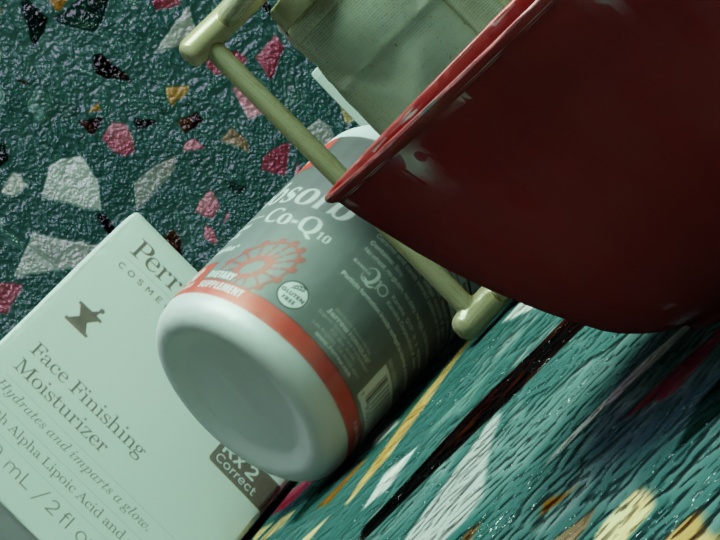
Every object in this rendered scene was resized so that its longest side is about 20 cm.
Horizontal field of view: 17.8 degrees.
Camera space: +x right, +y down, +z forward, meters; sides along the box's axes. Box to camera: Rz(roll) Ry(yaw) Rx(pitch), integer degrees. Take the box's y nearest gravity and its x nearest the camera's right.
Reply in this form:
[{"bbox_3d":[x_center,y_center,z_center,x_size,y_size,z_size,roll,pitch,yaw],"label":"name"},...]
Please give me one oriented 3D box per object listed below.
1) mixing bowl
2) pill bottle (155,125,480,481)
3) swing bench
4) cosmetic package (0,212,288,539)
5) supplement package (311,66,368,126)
[{"bbox_3d":[0.096,-0.055,0.689,0.200,0.108,0.200,-46,3,3],"label":"mixing bowl"},{"bbox_3d":[0.000,0.000,1.156,0.200,0.116,0.116,-47,4,-30],"label":"pill bottle"},{"bbox_3d":[0.062,-0.116,1.087,0.200,0.199,0.130,-46,3,-32],"label":"swing bench"},{"bbox_3d":[-0.152,0.112,1.243,0.165,0.165,0.200,-41,6,46],"label":"cosmetic package"},{"bbox_3d":[0.097,-0.153,1.523,0.151,0.152,0.200,-42,4,29],"label":"supplement package"}]
